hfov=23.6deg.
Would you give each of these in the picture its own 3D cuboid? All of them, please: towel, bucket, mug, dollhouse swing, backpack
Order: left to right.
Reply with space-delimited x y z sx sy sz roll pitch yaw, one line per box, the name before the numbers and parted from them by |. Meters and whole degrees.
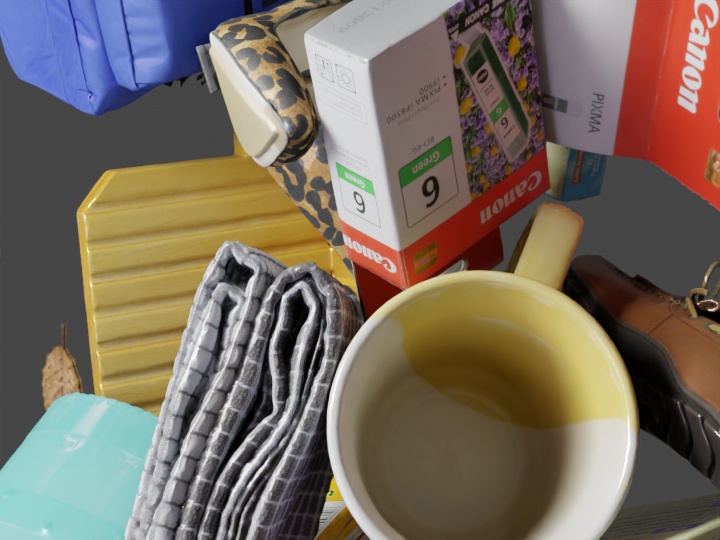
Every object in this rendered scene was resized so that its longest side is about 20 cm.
bucket | -0.152 0.184 1.071 0.206 0.135 0.208 23 150 14
backpack | -0.110 -0.195 1.054 0.167 0.199 0.164 29 136 37
towel | -0.056 0.094 0.890 0.085 0.166 0.202 17 87 5
dollhouse swing | -0.050 0.018 1.059 0.181 0.175 0.202 8 105 49
mug | 0.069 0.079 0.886 0.150 0.186 0.153 53 170 9

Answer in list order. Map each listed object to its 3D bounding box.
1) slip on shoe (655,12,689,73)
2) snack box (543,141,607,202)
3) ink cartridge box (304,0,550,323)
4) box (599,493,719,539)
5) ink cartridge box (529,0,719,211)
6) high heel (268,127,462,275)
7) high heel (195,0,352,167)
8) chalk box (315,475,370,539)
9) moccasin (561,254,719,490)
slip on shoe | 0.154 -0.193 0.843 0.060 0.076 0.202 12 116 41
snack box | 0.097 -0.152 0.945 0.116 0.037 0.202 31 123 41
ink cartridge box | 0.041 -0.051 0.863 0.050 0.109 0.201 28 142 41
box | 0.123 0.188 0.880 0.175 0.199 0.098 -20 85 49
ink cartridge box | 0.112 -0.124 0.834 0.200 0.057 0.164 47 150 36
high heel | 0.000 0.000 1.008 0.141 0.071 0.202 13 116 21
high heel | -0.007 -0.115 0.905 0.200 0.141 0.072 -126 18 -68
chalk box | 0.041 0.229 1.024 0.123 0.124 0.201 -12 115 50
moccasin | 0.168 0.042 0.888 0.201 0.077 0.074 38 145 60
